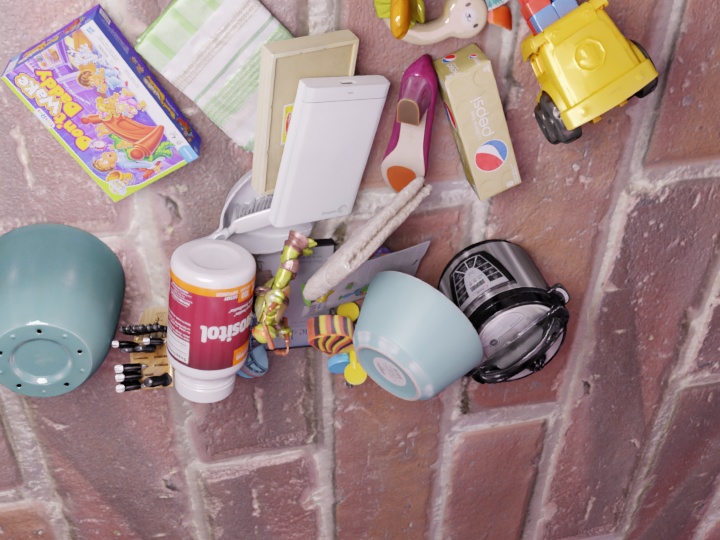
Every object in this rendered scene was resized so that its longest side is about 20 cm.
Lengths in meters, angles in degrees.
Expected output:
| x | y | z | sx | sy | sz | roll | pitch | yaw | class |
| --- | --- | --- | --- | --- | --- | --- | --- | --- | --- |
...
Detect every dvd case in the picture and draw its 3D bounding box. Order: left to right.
| x | y | z | sx | sy | sz | roll | pitch | yaw | class |
| --- | --- | --- | --- | --- | --- | --- | --- | --- | --- |
| -0.114 | 0.042 | 1.175 | 0.140 | 0.018 | 0.203 | -5 | 127 | -14 | dvd case |

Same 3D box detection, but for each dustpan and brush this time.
| x | y | z | sx | sy | sz | roll | pitch | yaw | class |
| --- | --- | --- | --- | --- | --- | --- | --- | --- | --- |
| -0.166 | -0.064 | 1.052 | 0.196 | 0.058 | 0.141 | -19 | 129 | -1 | dustpan and brush |

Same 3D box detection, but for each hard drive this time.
| x | y | z | sx | sy | sz | roll | pitch | yaw | class |
| --- | --- | --- | --- | --- | --- | --- | --- | --- | --- |
| -0.042 | -0.153 | 0.989 | 0.130 | 0.027 | 0.202 | -14 | 137 | -37 | hard drive |

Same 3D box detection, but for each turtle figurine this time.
| x | y | z | sx | sy | sz | roll | pitch | yaw | class |
| --- | --- | --- | --- | --- | --- | --- | --- | --- | --- |
| -0.112 | 0.035 | 1.044 | 0.063 | 0.164 | 0.200 | 17 | 162 | 7 | turtle figurine |

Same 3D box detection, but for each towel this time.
| x | y | z | sx | sy | sz | roll | pitch | yaw | class |
| --- | --- | --- | --- | --- | --- | --- | --- | --- | --- |
| -0.155 | -0.258 | 0.936 | 0.149 | 0.031 | 0.200 | -41 | 124 | 12 | towel |
| 0.009 | -0.045 | 1.028 | 0.035 | 0.200 | 0.132 | 46 | 147 | -4 | towel |

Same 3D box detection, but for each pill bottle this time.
| x | y | z | sx | sy | sz | roll | pitch | yaw | class |
| --- | --- | --- | --- | --- | --- | --- | --- | --- | --- |
| -0.203 | 0.071 | 1.024 | 0.111 | 0.113 | 0.204 | 1 | 119 | -17 | pill bottle |

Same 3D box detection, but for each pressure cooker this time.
| x | y | z | sx | sy | sz | roll | pitch | yaw | class |
| --- | --- | --- | --- | --- | --- | --- | --- | --- | --- |
| 0.224 | 0.071 | 1.179 | 0.175 | 0.202 | 0.178 | -2 | 129 | -14 | pressure cooker |

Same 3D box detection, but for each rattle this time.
| x | y | z | sx | sy | sz | roll | pitch | yaw | class |
| --- | --- | --- | --- | --- | --- | --- | --- | --- | --- |
| 0.121 | -0.314 | 0.904 | 0.196 | 0.143 | 0.133 | 16 | 103 | -19 | rattle |

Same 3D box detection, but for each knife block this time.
| x | y | z | sx | sy | sz | roll | pitch | yaw | class |
| --- | --- | --- | --- | --- | --- | --- | --- | --- | --- |
| -0.288 | 0.146 | 1.095 | 0.063 | 0.177 | 0.203 | -4 | 130 | 8 | knife block |

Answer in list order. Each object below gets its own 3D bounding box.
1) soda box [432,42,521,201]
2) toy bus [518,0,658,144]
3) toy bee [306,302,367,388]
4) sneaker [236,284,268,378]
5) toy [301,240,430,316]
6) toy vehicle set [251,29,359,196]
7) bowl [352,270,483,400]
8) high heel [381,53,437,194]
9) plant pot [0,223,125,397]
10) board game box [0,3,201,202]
| x | y | z | sx | sy | sz | roll | pitch | yaw | class |
| --- | --- | --- | --- | --- | --- | --- | --- | --- | --- |
| 0.161 | -0.200 | 1.045 | 0.067 | 0.065 | 0.202 | -23 | 130 | 2 | soda box |
| 0.263 | -0.275 | 0.974 | 0.134 | 0.200 | 0.194 | -32 | 93 | 8 | toy bus |
| -0.004 | 0.112 | 1.204 | 0.107 | 0.134 | 0.200 | -16 | 170 | 12 | toy bee |
| -0.164 | 0.077 | 1.118 | 0.094 | 0.080 | 0.203 | -6 | 122 | 18 | sneaker |
| 0.000 | 0.000 | 1.145 | 0.197 | 0.048 | 0.116 | -22 | 157 | -22 | toy |
| -0.072 | -0.195 | 0.961 | 0.123 | 0.027 | 0.202 | -19 | 140 | -31 | toy vehicle set |
| 0.066 | 0.109 | 1.094 | 0.105 | 0.198 | 0.203 | -49 | 135 | -26 | bowl |
| 0.075 | -0.192 | 1.043 | 0.066 | 0.097 | 0.201 | 19 | 147 | 6 | high heel |
| -0.416 | 0.066 | 1.013 | 0.196 | 0.162 | 0.204 | -8 | 128 | -10 | plant pot |
| -0.303 | -0.192 | 0.914 | 0.133 | 0.045 | 0.201 | -24 | 129 | 14 | board game box |
